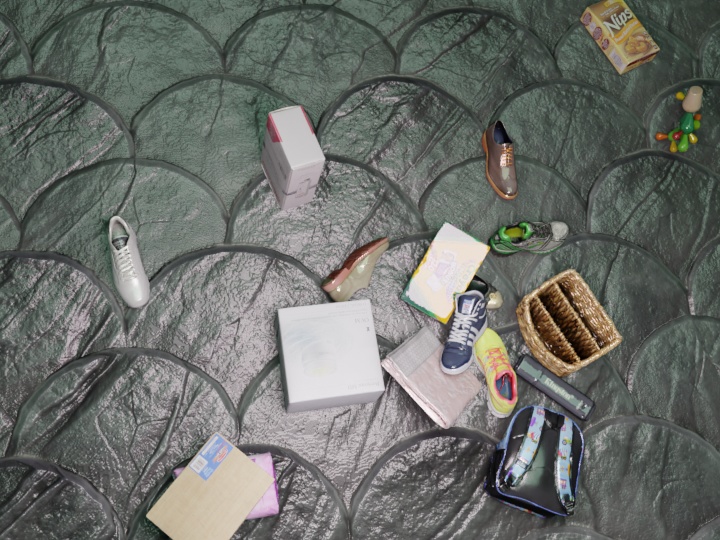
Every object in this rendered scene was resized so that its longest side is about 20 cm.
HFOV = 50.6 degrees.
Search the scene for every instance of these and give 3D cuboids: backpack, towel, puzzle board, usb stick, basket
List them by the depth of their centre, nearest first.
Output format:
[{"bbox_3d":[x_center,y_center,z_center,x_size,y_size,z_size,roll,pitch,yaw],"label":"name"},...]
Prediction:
[{"bbox_3d":[-0.282,0.432,1.449,0.150,0.017,0.200,37,68,7],"label":"puzzle board"},{"bbox_3d":[0.364,0.392,1.586,0.181,0.135,0.201,19,68,-1],"label":"backpack"},{"bbox_3d":[0.157,0.220,1.616,0.191,0.032,0.200,46,34,9],"label":"towel"},{"bbox_3d":[0.449,0.122,1.696,0.142,0.149,0.201,-26,76,-17],"label":"basket"},{"bbox_3d":[0.432,0.260,1.702,0.199,0.033,0.056,35,70,4],"label":"usb stick"}]

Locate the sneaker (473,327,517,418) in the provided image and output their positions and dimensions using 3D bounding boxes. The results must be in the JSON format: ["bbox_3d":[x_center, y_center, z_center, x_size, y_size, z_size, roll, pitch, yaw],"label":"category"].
[{"bbox_3d":[0.304,0.215,1.668,0.078,0.090,0.201,-11,70,-11],"label":"sneaker"}]

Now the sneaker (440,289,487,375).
[{"bbox_3d":[0.218,0.124,1.629,0.070,0.109,0.200,11,40,24],"label":"sneaker"}]

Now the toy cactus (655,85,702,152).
[{"bbox_3d":[0.835,-0.405,1.958,0.102,0.165,0.201,20,61,21],"label":"toy cactus"}]

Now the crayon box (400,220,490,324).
[{"bbox_3d":[0.188,0.004,1.703,0.118,0.058,0.201,30,94,3],"label":"crayon box"}]

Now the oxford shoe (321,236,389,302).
[{"bbox_3d":[0.000,0.000,1.723,0.200,0.071,0.074,-42,106,-21],"label":"oxford shoe"}]

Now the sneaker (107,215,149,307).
[{"bbox_3d":[-0.503,-0.017,1.629,0.076,0.081,0.201,-16,74,-16],"label":"sneaker"}]

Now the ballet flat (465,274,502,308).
[{"bbox_3d":[0.241,0.021,1.748,0.200,0.057,0.067,36,67,5],"label":"ballet flat"}]

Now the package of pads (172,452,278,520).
[{"bbox_3d":[-0.264,0.435,1.499,0.199,0.076,0.121,-7,74,-12],"label":"package of pads"}]

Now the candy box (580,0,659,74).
[{"bbox_3d":[0.705,-0.644,2.077,0.115,0.055,0.201,-26,76,-17],"label":"candy box"}]

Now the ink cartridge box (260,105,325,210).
[{"bbox_3d":[-0.156,-0.249,1.709,0.082,0.200,0.147,-19,73,-19],"label":"ink cartridge box"}]

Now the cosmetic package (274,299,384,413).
[{"bbox_3d":[-0.068,0.181,1.603,0.198,0.123,0.201,-6,72,-11],"label":"cosmetic package"}]

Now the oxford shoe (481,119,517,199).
[{"bbox_3d":[0.346,-0.273,1.867,0.071,0.073,0.201,-9,72,-13],"label":"oxford shoe"}]

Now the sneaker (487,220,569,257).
[{"bbox_3d":[0.406,-0.080,1.799,0.199,0.085,0.079,-12,72,-14],"label":"sneaker"}]
